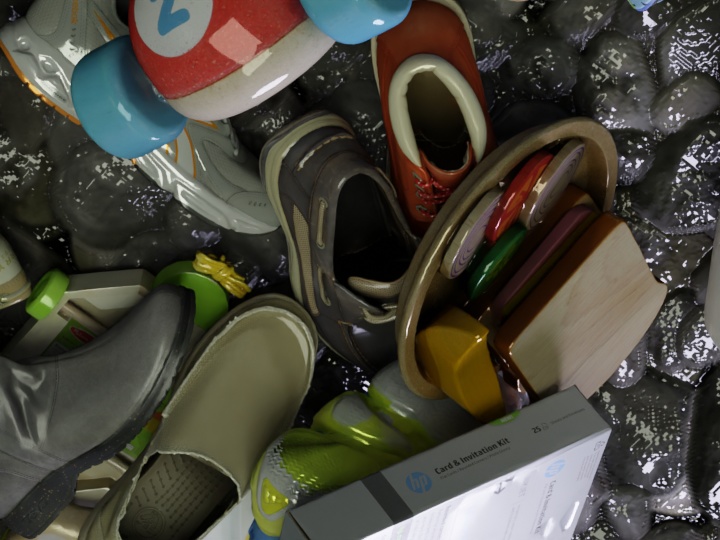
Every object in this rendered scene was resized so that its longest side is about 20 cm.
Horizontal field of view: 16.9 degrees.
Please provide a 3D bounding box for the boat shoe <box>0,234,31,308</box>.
[{"bbox_3d":[-0.294,0.032,1.434,0.201,0.073,0.063,-28,110,5],"label":"boat shoe"}]

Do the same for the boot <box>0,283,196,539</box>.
[{"bbox_3d":[-0.196,0.063,1.401,0.132,0.070,0.200,33,111,-20],"label":"boot"}]

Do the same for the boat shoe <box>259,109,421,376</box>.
[{"bbox_3d":[0.000,0.000,1.391,0.074,0.073,0.200,-34,133,-9],"label":"boat shoe"}]

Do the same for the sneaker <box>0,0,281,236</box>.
[{"bbox_3d":[-0.103,-0.099,1.368,0.200,0.076,0.092,37,98,-24],"label":"sneaker"}]

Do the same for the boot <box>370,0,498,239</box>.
[{"bbox_3d":[0.049,-0.053,1.373,0.075,0.107,0.200,-15,119,3],"label":"boot"}]

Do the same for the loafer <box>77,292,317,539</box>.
[{"bbox_3d":[-0.084,0.102,1.379,0.076,0.068,0.200,35,79,-16],"label":"loafer"}]

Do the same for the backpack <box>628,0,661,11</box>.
[{"bbox_3d":[0.154,-0.245,1.242,0.135,0.183,0.200,24,126,-3],"label":"backpack"}]

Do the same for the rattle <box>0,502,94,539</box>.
[{"bbox_3d":[-0.141,0.238,1.500,0.200,0.143,0.130,35,116,-17],"label":"rattle"}]

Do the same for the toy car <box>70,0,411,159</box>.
[{"bbox_3d":[-0.086,-0.192,1.219,0.184,0.177,0.200,-25,111,33],"label":"toy car"}]

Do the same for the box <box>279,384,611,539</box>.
[{"bbox_3d":[0.040,0.159,1.383,0.200,0.041,0.156,-21,146,-27],"label":"box"}]

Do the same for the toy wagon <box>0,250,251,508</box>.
[{"bbox_3d":[-0.139,0.060,1.466,0.155,0.040,0.200,36,111,-18],"label":"toy wagon"}]

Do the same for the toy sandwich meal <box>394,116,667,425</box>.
[{"bbox_3d":[0.100,0.008,1.363,0.070,0.205,0.205,35,119,27],"label":"toy sandwich meal"}]

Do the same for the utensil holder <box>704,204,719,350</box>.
[{"bbox_3d":[0.284,-0.047,1.343,0.170,0.170,0.200,4,118,-3],"label":"utensil holder"}]

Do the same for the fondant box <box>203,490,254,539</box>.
[{"bbox_3d":[-0.032,0.186,1.477,0.200,0.058,0.144,-1,104,-19],"label":"fondant box"}]

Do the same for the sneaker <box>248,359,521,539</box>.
[{"bbox_3d":[0.005,0.117,1.415,0.200,0.076,0.105,-17,146,-40],"label":"sneaker"}]
